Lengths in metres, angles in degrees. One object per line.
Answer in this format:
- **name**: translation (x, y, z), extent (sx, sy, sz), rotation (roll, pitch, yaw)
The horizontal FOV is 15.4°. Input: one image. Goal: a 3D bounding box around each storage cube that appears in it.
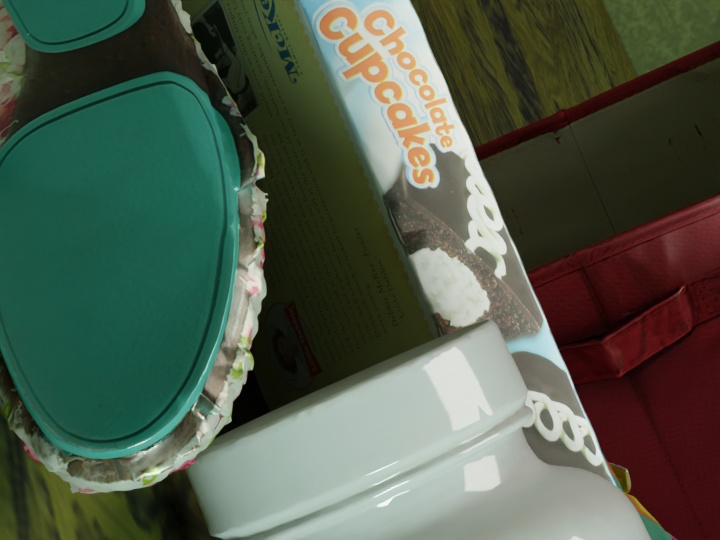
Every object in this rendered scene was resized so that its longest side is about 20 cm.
- **storage cube**: translation (0.114, 0.041, 1.032), extent (0.200, 0.170, 0.181), rotation (-85, 151, -69)

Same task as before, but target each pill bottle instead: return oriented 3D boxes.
- **pill bottle**: translation (0.034, 0.120, 0.645), extent (0.201, 0.112, 0.112), rotation (66, 11, 0)

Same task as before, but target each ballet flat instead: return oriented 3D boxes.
- **ballet flat**: translation (-0.061, -0.030, 0.622), extent (0.064, 0.075, 0.201), rotation (78, -1, -60)

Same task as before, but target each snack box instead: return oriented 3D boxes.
- **snack box**: translation (0.000, 0.000, 0.762), extent (0.116, 0.037, 0.201), rotation (-32, -101, 61)

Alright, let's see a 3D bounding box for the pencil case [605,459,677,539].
- **pencil case**: translation (0.102, 0.133, 0.877), extent (0.200, 0.088, 0.088), rotation (46, 16, -15)
